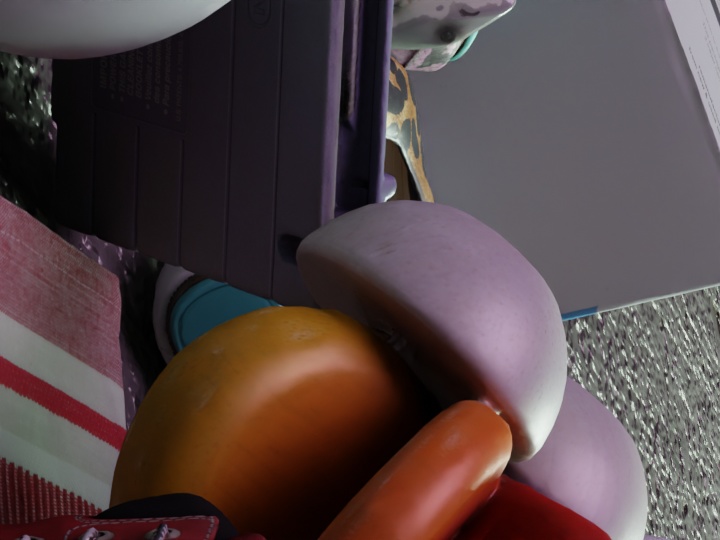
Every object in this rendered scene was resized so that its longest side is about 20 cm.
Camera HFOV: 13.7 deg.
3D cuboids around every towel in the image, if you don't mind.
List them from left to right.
[{"bbox_3d":[-0.096,0.078,0.811,0.144,0.023,0.200,39,43,-64],"label":"towel"}]

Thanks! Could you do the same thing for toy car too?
[{"bbox_3d":[0.017,0.096,0.790,0.175,0.150,0.200,-49,144,-13],"label":"toy car"}]

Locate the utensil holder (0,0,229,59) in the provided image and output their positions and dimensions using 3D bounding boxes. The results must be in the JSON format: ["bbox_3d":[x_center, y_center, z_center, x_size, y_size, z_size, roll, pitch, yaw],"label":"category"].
[{"bbox_3d":[-0.104,-0.143,0.705,0.200,0.170,0.170,14,65,-71],"label":"utensil holder"}]

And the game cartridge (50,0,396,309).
[{"bbox_3d":[-0.039,-0.098,0.852,0.038,0.130,0.200,-9,110,-37],"label":"game cartridge"}]

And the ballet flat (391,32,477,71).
[{"bbox_3d":[-0.009,-0.146,1.115,0.071,0.069,0.200,14,34,-25],"label":"ballet flat"}]

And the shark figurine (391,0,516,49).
[{"bbox_3d":[-0.045,-0.132,1.027,0.090,0.128,0.215,71,-7,-61],"label":"shark figurine"}]

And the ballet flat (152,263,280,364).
[{"bbox_3d":[-0.015,0.070,0.995,0.069,0.069,0.200,-68,140,-59],"label":"ballet flat"}]

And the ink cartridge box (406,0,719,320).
[{"bbox_3d":[0.082,-0.092,1.231,0.200,0.147,0.146,-72,144,-57],"label":"ink cartridge box"}]

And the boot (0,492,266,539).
[{"bbox_3d":[-0.099,0.072,0.618,0.200,0.144,0.072,18,63,-67],"label":"boot"}]

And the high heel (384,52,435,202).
[{"bbox_3d":[0.000,0.000,1.046,0.200,0.071,0.143,37,37,-75],"label":"high heel"}]

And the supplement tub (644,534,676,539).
[{"bbox_3d":[0.081,0.206,1.041,0.145,0.145,0.200,50,33,-53],"label":"supplement tub"}]
